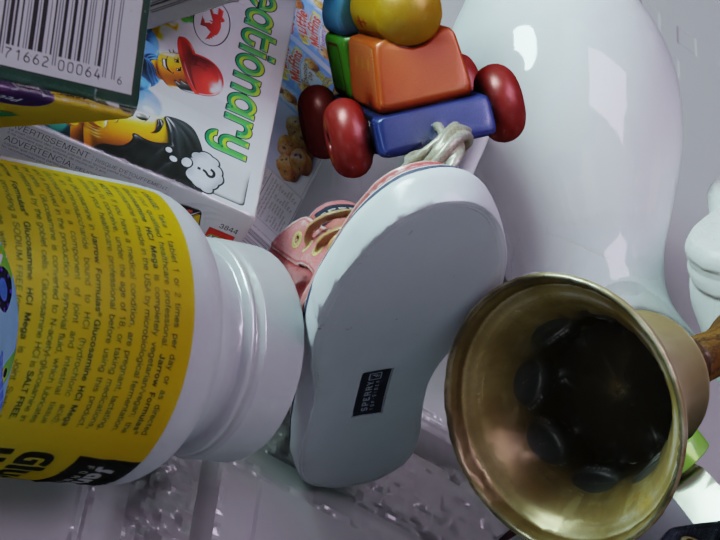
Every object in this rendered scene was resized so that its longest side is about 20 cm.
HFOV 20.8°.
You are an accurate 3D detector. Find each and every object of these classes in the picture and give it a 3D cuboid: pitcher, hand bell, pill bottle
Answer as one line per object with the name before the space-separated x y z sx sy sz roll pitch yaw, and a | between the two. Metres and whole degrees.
pitcher | 0.086 -0.050 0.954 0.171 0.121 0.201 13 63 -43
hand bell | 0.132 0.036 0.787 0.200 0.104 0.104 -15 72 -51
pill bottle | -0.123 0.018 0.699 0.199 0.112 0.113 11 54 -39

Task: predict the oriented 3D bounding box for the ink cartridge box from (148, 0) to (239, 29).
ink cartridge box | -0.078 -0.208 0.861 0.109 0.050 0.201 60 26 -33

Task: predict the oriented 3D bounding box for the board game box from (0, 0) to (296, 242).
board game box | -0.095 -0.104 0.856 0.126 0.035 0.201 22 43 -15

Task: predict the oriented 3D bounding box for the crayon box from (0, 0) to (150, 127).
crayon box | -0.193 -0.086 0.586 0.199 0.172 0.059 10 85 -43

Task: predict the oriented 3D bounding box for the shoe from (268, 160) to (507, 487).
shoe | 0.000 0.000 0.780 0.071 0.200 0.091 -5 57 -16

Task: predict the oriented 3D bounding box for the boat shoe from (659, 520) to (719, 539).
boat shoe | 0.095 0.129 0.690 0.200 0.071 0.091 25 45 -40

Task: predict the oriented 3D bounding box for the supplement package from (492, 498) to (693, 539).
supplement package | 0.079 0.198 0.759 0.156 0.111 0.200 52 38 0

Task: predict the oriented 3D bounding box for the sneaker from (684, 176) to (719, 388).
sneaker | 0.199 0.006 0.956 0.200 0.075 0.089 -32 123 -59

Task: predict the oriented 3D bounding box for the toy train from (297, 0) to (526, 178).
toy train | 0.019 -0.102 0.818 0.084 0.200 0.116 -14 102 -8

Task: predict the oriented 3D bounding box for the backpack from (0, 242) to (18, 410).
backpack | -0.180 0.054 0.530 0.182 0.201 0.134 30 1 -26

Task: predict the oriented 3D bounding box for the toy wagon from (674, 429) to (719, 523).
toy wagon | 0.178 0.140 0.870 0.155 0.040 0.200 52 -1 0

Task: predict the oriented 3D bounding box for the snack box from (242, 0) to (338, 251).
snack box | -0.048 -0.069 0.909 0.072 0.024 0.200 40 40 -13
